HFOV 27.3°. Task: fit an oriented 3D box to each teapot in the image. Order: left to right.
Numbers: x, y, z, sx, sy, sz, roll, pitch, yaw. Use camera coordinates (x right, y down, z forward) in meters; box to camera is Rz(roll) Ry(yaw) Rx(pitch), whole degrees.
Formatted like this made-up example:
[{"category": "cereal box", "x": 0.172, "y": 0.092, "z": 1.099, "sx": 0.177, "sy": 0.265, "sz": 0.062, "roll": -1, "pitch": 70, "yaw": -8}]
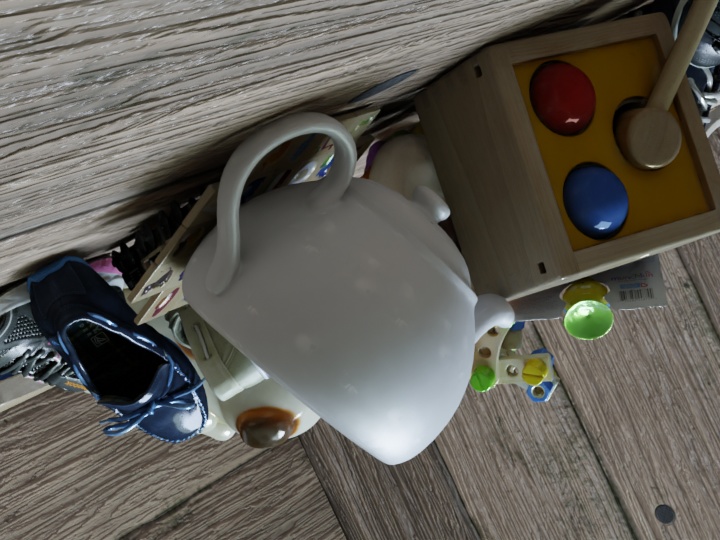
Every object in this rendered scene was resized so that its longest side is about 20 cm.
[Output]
[{"category": "teapot", "x": -0.002, "y": 0.009, "z": 0.893, "sx": 0.146, "sy": 0.197, "sz": 0.200, "roll": -51, "pitch": -179, "yaw": -2}]

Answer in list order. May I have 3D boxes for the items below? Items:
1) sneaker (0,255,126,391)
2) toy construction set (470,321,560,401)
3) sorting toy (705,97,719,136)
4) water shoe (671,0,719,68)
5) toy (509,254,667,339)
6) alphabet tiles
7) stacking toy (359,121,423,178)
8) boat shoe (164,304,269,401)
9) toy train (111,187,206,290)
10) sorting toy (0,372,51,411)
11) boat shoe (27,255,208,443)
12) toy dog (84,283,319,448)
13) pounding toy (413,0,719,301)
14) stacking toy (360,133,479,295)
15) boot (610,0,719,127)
[{"category": "sneaker", "x": -0.222, "y": 0.050, "z": 1.076, "sx": 0.080, "sy": 0.087, "sz": 0.200, "roll": -27, "pitch": 178, "yaw": 33}, {"category": "toy construction set", "x": 0.057, "y": 0.040, "z": 1.168, "sx": 0.199, "sy": 0.132, "sz": 0.092, "roll": 0, "pitch": -157, "yaw": 7}, {"category": "sorting toy", "x": 0.275, "y": -0.141, "z": 1.255, "sx": 0.200, "sy": 0.107, "sz": 0.180, "roll": -26, "pitch": -154, "yaw": -12}, {"category": "water shoe", "x": 0.282, "y": -0.183, "z": 1.012, "sx": 0.071, "sy": 0.079, "sz": 0.200, "roll": 17, "pitch": 148, "yaw": -21}, {"category": "toy", "x": 0.169, "y": -0.011, "z": 1.142, "sx": 0.115, "sy": 0.047, "sz": 0.200, "roll": -7, "pitch": -150, "yaw": 8}, {"category": "alphabet tiles", "x": -0.066, "y": -0.037, "z": 0.960, "sx": 0.166, "sy": 0.006, "sz": 0.200, "roll": -50, "pitch": 168, "yaw": 29}, {"category": "stacking toy", "x": 0.045, "y": -0.073, "z": 1.164, "sx": 0.199, "sy": 0.110, "sz": 0.116, "roll": -16, "pitch": -155, "yaw": 17}, {"category": "boat shoe", "x": -0.114, "y": 0.027, "z": 1.089, "sx": 0.062, "sy": 0.072, "sz": 0.200, "roll": -34, "pitch": -150, "yaw": -6}, {"category": "toy train", "x": -0.133, "y": -0.015, "z": 1.037, "sx": 0.034, "sy": 0.046, "sz": 0.200, "roll": -25, "pitch": 180, "yaw": -26}, {"category": "sorting toy", "x": -0.348, "y": 0.101, "z": 1.253, "sx": 0.198, "sy": 0.070, "sz": 0.200, "roll": -25, "pitch": 180, "yaw": 16}, {"category": "boat shoe", "x": -0.169, "y": 0.074, "z": 1.036, "sx": 0.084, "sy": 0.069, "sz": 0.200, "roll": -38, "pitch": 136, "yaw": 6}, {"category": "toy dog", "x": -0.114, "y": 0.066, "z": 1.248, "sx": 0.140, "sy": 0.200, "sz": 0.194, "roll": -54, "pitch": 167, "yaw": -34}, {"category": "pounding toy", "x": 0.168, "y": -0.098, "z": 1.007, "sx": 0.200, "sy": 0.185, "sz": 0.142, "roll": -16, "pitch": 176, "yaw": -29}, {"category": "stacking toy", "x": 0.000, "y": 0.000, "z": 1.093, "sx": 0.200, "sy": 0.146, "sz": 0.146, "roll": -26, "pitch": 179, "yaw": 37}, {"category": "boot", "x": 0.240, "y": -0.123, "z": 1.123, "sx": 0.090, "sy": 0.200, "sz": 0.073, "roll": -29, "pitch": 150, "yaw": 26}]
